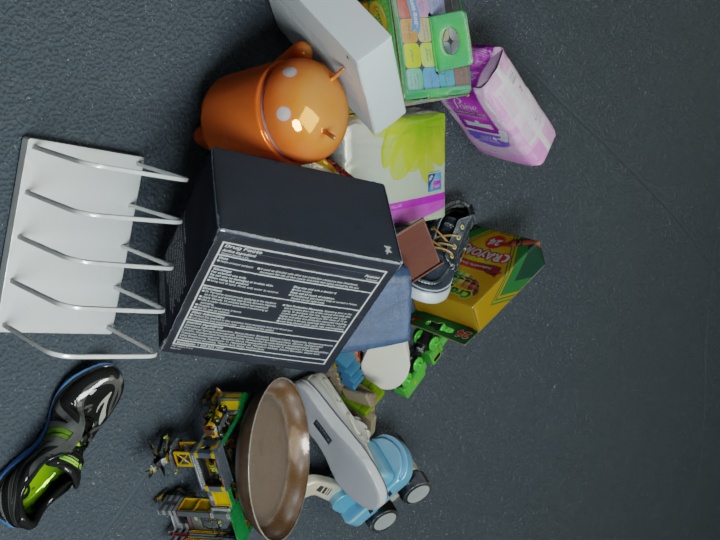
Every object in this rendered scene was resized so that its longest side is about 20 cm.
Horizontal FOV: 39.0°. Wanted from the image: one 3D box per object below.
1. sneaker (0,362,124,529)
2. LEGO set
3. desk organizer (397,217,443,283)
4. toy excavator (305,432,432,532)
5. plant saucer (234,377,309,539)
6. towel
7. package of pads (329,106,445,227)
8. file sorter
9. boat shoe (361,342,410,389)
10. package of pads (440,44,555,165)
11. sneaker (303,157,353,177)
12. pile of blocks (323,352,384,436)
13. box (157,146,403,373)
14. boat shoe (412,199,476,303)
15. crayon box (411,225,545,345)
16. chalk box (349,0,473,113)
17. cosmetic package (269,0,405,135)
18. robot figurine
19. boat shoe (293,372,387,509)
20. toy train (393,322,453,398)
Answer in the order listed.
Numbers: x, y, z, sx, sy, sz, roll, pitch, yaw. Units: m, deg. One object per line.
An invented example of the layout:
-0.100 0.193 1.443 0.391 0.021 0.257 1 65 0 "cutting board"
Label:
-0.314 0.192 1.095 0.200 0.082 0.071 -56 136 -17 "sneaker"
-0.194 0.245 1.247 0.154 0.115 0.201 -69 152 -50 "LEGO set"
0.000 0.000 1.325 0.199 0.072 0.077 -32 123 -12 "desk organizer"
-0.029 0.296 1.408 0.194 0.100 0.200 -43 138 10 "toy excavator"
-0.111 0.233 1.263 0.200 0.032 0.201 0 90 -72 "plant saucer"
-0.033 0.048 1.258 0.199 0.049 0.112 -5 110 -24 "towel"
0.030 -0.135 1.349 0.199 0.068 0.155 -16 111 -41 "package of pads"
-0.270 -0.020 1.040 0.138 0.124 0.201 5 99 -47 "file sorter"
0.033 0.083 1.434 0.069 0.072 0.201 -79 164 -48 "boat shoe"
0.187 -0.235 1.447 0.200 0.120 0.076 44 71 -45 "package of pads"
-0.051 -0.096 1.236 0.200 0.078 0.082 40 98 -4 "sneaker"
-0.007 0.138 1.398 0.062 0.082 0.201 -47 133 -30 "pile of blocks"
-0.091 -0.006 1.073 0.199 0.124 0.199 10 137 -25 "box"
0.110 -0.032 1.424 0.200 0.071 0.091 -56 163 -61 "boat shoe"
0.164 0.018 1.503 0.200 0.127 0.051 -42 130 -29 "crayon box"
0.047 -0.261 1.218 0.123 0.199 0.125 -13 98 -41 "chalk box"
-0.034 -0.263 1.115 0.052 0.200 0.151 -37 158 -5 "cosmetic package"
-0.094 -0.170 1.112 0.144 0.199 0.117 -44 119 -40 "robot figurine"
-0.018 0.222 1.361 0.070 0.200 0.071 -25 160 -44 "boat shoe"
0.109 0.107 1.542 0.200 0.042 0.057 -51 143 -21 "toy train"
